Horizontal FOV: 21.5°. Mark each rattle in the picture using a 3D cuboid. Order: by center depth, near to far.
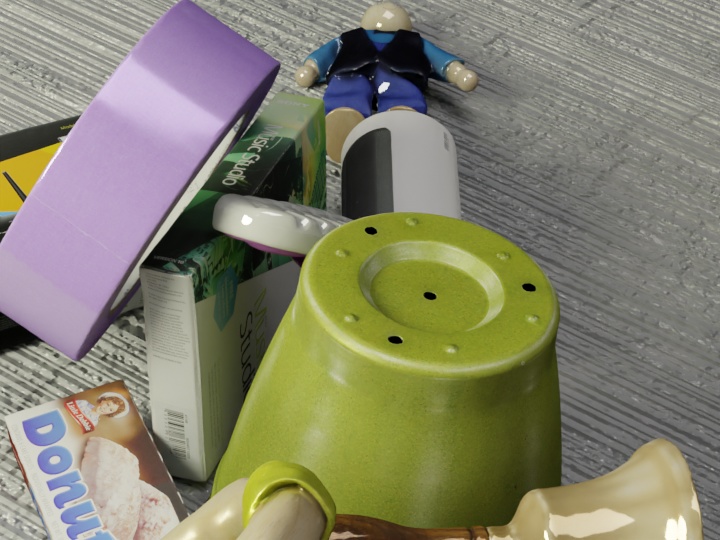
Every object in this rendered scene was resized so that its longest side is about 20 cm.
[{"bbox_3d":[-0.070,0.185,0.787,0.130,0.143,0.200,2,40,49],"label":"rattle"}]

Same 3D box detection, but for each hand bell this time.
[{"bbox_3d":[0.047,0.128,0.880,0.200,0.104,0.104,2,38,-11],"label":"hand bell"}]

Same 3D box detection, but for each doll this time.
[{"bbox_3d":[0.019,-0.142,1.391,0.136,0.049,0.200,0,31,2],"label":"doll"}]

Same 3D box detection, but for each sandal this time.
[{"bbox_3d":[-0.004,-0.002,1.053,0.203,0.050,0.082,14,6,-40],"label":"sandal"}]

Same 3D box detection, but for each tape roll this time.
[{"bbox_3d":[-0.125,-0.049,1.044,0.066,0.200,0.200,35,39,-3],"label":"tape roll"}]

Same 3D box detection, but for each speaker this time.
[{"bbox_3d":[0.027,-0.016,1.204,0.081,0.081,0.200,6,38,-5],"label":"speaker"}]

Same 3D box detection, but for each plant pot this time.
[{"bbox_3d":[0.021,0.081,0.982,0.200,0.193,0.200,6,37,-4],"label":"plant pot"}]

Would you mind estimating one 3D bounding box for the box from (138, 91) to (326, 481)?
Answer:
[{"bbox_3d":[-0.068,0.005,1.100,0.036,0.144,0.200,11,37,15],"label":"box"}]

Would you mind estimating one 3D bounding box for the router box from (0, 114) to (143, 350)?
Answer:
[{"bbox_3d":[-0.218,-0.021,1.178,0.200,0.051,0.149,-18,45,-29],"label":"router box"}]

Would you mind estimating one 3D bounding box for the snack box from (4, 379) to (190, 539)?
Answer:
[{"bbox_3d":[-0.127,0.139,1.005,0.072,0.024,0.200,-18,44,-16],"label":"snack box"}]
